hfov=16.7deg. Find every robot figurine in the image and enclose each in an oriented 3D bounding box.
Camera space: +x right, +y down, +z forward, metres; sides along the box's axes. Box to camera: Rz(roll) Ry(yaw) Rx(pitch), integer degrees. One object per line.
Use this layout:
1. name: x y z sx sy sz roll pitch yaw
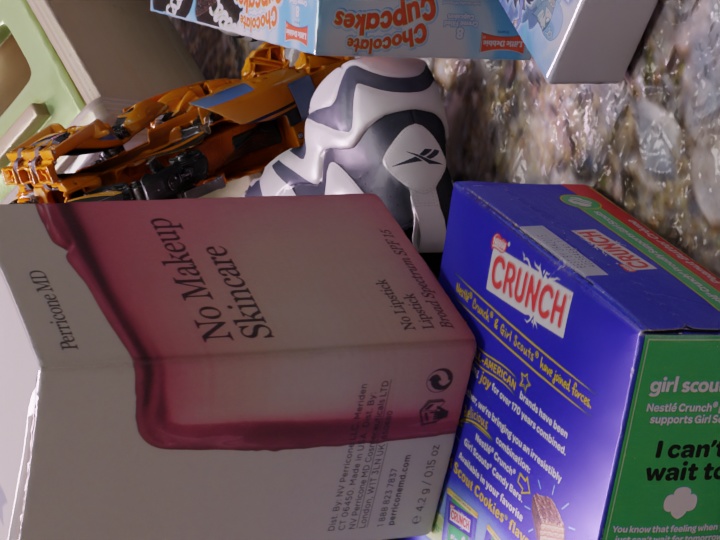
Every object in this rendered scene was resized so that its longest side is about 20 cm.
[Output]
1. robot figurine: -0.100 -0.067 1.289 0.145 0.199 0.059 1 113 63

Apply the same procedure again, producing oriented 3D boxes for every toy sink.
1. toy sink: -0.167 -0.079 1.433 0.130 0.112 0.201 -44 64 29

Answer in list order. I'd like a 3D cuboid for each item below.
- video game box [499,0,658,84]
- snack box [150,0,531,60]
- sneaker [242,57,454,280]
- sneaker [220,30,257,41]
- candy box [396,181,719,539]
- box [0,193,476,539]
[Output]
1. video game box: 0.095 -0.215 1.062 0.183 0.046 0.201 -114 34 -40
2. snack box: -0.013 -0.132 1.203 0.200 0.115 0.037 24 112 61
3. sneaker: 0.000 0.000 1.225 0.199 0.079 0.130 -52 45 48
4. sneaker: -0.128 -0.195 1.429 0.201 0.115 0.076 55 138 47
5. candy box: 0.091 0.082 1.053 0.169 0.076 0.201 -136 49 -56
6. box: -0.069 0.044 1.074 0.128 0.199 0.110 -124 39 -49
